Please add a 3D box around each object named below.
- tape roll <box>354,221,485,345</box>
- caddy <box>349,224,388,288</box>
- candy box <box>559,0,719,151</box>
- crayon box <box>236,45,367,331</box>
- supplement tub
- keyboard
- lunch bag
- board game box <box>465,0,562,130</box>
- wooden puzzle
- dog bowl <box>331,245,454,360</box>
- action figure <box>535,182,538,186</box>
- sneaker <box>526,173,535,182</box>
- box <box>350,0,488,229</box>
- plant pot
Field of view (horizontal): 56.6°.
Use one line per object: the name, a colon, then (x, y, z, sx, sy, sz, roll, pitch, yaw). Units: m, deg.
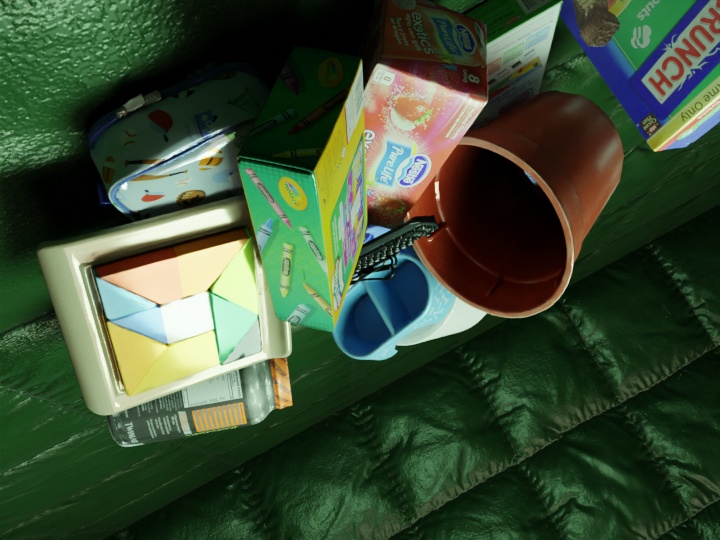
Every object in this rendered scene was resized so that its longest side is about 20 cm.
tape roll: (0.088, -0.001, 0.972, 0.202, 0.205, 0.138, -39, 161, 31)
caddy: (-0.041, -0.019, 0.868, 0.199, 0.106, 0.140, -41, 161, 33)
candy box: (0.291, -0.241, 0.609, 0.076, 0.203, 0.169, -16, 159, -36)
crayon box: (-0.037, -0.056, 0.540, 0.057, 0.120, 0.202, 12, 145, 10)
supplement tub: (-0.180, 0.121, 0.755, 0.195, 0.125, 0.123, -8, 160, -9)
keyboard: (0.000, 0.000, 0.698, 0.197, 0.040, 0.104, -26, 175, 27)
lunch bag: (-0.136, -0.087, 0.575, 0.158, 0.077, 0.200, -25, 163, -2)
board game box: (0.129, -0.206, 0.724, 0.151, 0.041, 0.200, -29, 163, -1)
wooden puzzle: (-0.156, 0.036, 0.584, 0.196, 0.037, 0.188, -14, 129, -19)
dog bowl: (0.035, 0.046, 0.894, 0.199, 0.113, 0.049, -40, 163, 31)
action figure: (0.200, -0.149, 0.876, 0.196, 0.133, 0.069, -15, 161, 9)
sneaker: (0.259, -0.161, 1.020, 0.198, 0.076, 0.078, -10, 159, -44)
box: (0.027, -0.135, 0.606, 0.098, 0.097, 0.200, 13, 148, -15)
plant pot: (0.178, -0.089, 0.727, 0.195, 0.201, 0.201, -40, 173, -36)
